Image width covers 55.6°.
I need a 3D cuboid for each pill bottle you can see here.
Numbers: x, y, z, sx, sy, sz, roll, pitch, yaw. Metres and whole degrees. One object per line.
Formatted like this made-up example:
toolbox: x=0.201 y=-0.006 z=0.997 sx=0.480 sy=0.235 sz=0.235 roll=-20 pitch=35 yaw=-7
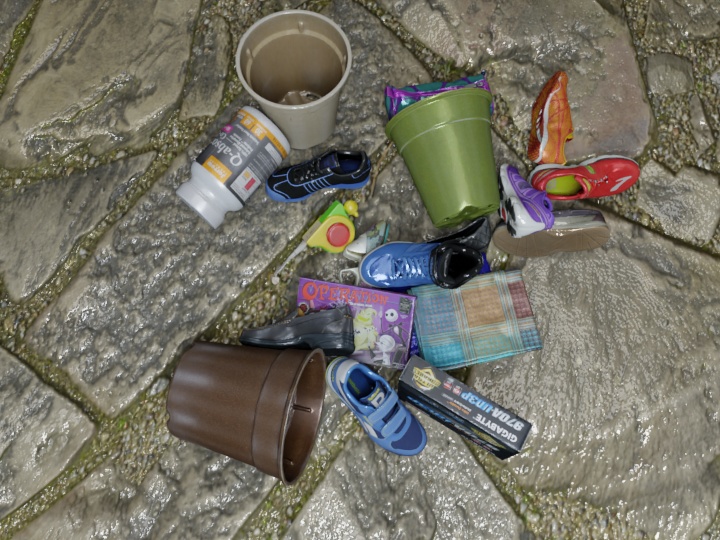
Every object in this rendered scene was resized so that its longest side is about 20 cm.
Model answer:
pill bottle: x=-0.225 y=-0.180 z=1.207 sx=0.116 sy=0.117 sz=0.201 roll=38 pitch=81 yaw=14

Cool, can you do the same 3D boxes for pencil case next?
pencil case: x=0.145 y=-0.316 z=1.276 sx=0.196 sy=0.093 sz=0.087 roll=-9 pitch=69 yaw=-2

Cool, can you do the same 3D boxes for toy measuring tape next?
toy measuring tape: x=-0.070 y=-0.039 z=1.192 sx=0.073 sy=0.074 sz=0.200 roll=42 pitch=91 yaw=15

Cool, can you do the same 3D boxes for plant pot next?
plant pot: x=-0.113 y=-0.323 z=1.230 sx=0.196 sy=0.184 sz=0.204 roll=0 pitch=68 yaw=0
plant pot: x=0.159 y=-0.182 z=1.187 sx=0.196 sy=0.200 sz=0.194 roll=-14 pitch=81 yaw=-5
plant pot: x=-0.172 y=0.197 z=1.033 sx=0.195 sy=0.201 sz=0.203 roll=11 pitch=69 yaw=12

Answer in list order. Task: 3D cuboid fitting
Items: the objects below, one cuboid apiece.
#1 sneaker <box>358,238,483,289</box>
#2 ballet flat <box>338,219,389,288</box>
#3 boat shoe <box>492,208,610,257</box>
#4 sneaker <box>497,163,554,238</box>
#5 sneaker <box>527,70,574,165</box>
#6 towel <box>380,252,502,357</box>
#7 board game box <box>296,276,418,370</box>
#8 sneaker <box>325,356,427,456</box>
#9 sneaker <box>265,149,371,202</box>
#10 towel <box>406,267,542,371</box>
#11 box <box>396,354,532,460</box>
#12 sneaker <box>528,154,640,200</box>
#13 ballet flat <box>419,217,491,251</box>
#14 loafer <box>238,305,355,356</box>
sneaker: x=0.099 y=-0.010 z=1.090 sx=0.196 sy=0.111 sz=0.078 roll=-3 pitch=94 yaw=-9
ballet flat: x=0.000 y=0.000 z=1.165 sx=0.070 sy=0.069 sz=0.204 roll=14 pitch=72 yaw=-7
boat shoe: x=0.330 y=-0.072 z=1.196 sx=0.196 sy=0.073 sz=0.065 roll=-4 pitch=43 yaw=12
sneaker: x=0.281 y=-0.117 z=1.170 sx=0.082 sy=0.082 sz=0.201 roll=-3 pitch=35 yaw=0
sneaker: x=0.364 y=-0.280 z=1.284 sx=0.076 sy=0.073 sz=0.203 roll=19 pitch=73 yaw=-14
towel: x=0.142 y=0.057 z=1.153 sx=0.196 sy=0.050 sz=0.150 roll=-16 pitch=70 yaw=-6
board game box: x=-0.011 y=0.085 z=1.112 sx=0.196 sy=0.032 sz=0.123 roll=9 pitch=92 yaw=14
sneaker: x=0.029 y=0.215 z=1.062 sx=0.200 sy=0.082 sz=0.074 roll=43 pitch=69 yaw=-5
sneaker: x=-0.078 y=-0.178 z=1.230 sx=0.196 sy=0.078 sz=0.071 roll=-12 pitch=69 yaw=-5
towel: x=0.182 y=0.078 z=1.108 sx=0.196 sy=0.022 sz=0.149 roll=-11 pitch=68 yaw=-2
box: x=0.150 y=0.210 z=1.035 sx=0.198 sy=0.159 sz=0.046 roll=30 pitch=74 yaw=11
sneaker: x=0.398 y=-0.151 z=1.206 sx=0.196 sy=0.085 sz=0.078 roll=-8 pitch=112 yaw=5
ballet flat: x=0.133 y=-0.047 z=1.181 sx=0.196 sy=0.058 sz=0.067 roll=-15 pitch=27 yaw=-11
loafer: x=-0.101 y=0.096 z=1.096 sx=0.196 sy=0.073 sz=0.074 roll=-1 pitch=71 yaw=15
